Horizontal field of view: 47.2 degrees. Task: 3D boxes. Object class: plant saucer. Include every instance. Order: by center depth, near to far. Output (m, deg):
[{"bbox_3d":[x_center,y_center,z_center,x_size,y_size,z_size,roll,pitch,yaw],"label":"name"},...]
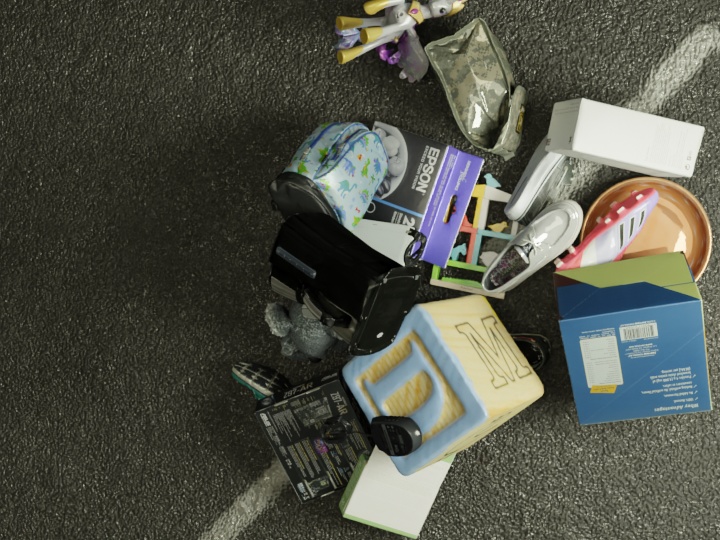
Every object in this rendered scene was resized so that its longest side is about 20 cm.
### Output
[{"bbox_3d":[0.452,-0.047,1.314,0.198,0.037,0.202,1,92,16],"label":"plant saucer"}]

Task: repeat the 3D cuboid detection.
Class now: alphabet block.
[{"bbox_3d":[0.128,0.171,1.279,0.195,0.199,0.197,-42,70,32],"label":"alphabet block"}]

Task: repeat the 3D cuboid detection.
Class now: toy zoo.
[{"bbox_3d":[0.198,-0.063,1.392,0.130,0.020,0.202,11,95,15],"label":"toy zoo"}]

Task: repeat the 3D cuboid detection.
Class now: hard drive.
[{"bbox_3d":[0.000,0.000,1.320,0.131,0.026,0.201,9,51,16],"label":"hard drive"}]

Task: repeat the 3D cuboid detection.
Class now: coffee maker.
[{"bbox_3d":[-0.018,-0.006,1.195,0.200,0.135,0.193,35,91,32],"label":"coffee maker"}]

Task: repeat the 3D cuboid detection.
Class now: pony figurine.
[{"bbox_3d":[0.057,-0.389,1.317,0.199,0.193,0.168,-21,94,-23],"label":"pony figurine"}]

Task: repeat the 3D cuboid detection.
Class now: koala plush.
[{"bbox_3d":[-0.066,0.081,1.380,0.176,0.200,0.186,7,94,15],"label":"koala plush"}]

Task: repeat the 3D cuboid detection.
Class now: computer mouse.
[{"bbox_3d":[0.015,0.240,1.230,0.199,0.034,0.059,-5,108,42],"label":"computer mouse"}]

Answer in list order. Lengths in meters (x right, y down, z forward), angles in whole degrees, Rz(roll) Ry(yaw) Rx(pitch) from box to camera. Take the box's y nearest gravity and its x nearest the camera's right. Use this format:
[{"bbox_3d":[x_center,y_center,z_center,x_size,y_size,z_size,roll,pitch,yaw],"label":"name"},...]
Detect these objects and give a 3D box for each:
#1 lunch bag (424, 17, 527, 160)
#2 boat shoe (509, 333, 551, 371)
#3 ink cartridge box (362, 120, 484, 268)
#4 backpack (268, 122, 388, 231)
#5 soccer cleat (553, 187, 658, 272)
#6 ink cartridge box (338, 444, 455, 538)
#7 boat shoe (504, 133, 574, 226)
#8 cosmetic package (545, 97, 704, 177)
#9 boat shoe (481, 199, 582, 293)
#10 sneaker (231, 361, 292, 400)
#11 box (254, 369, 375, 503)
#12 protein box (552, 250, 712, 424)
[{"bbox_3d":[0.199,-0.276,1.307,0.117,0.164,0.201,-23,87,18],"label":"lunch bag"},{"bbox_3d":[0.214,0.143,1.374,0.200,0.063,0.074,-8,93,22],"label":"boat shoe"},{"bbox_3d":[0.084,-0.129,1.397,0.199,0.043,0.200,21,98,21],"label":"ink cartridge box"},{"bbox_3d":[-0.042,-0.151,1.338,0.153,0.201,0.164,-7,131,25],"label":"backpack"},{"bbox_3d":[0.392,-0.044,1.284,0.076,0.067,0.200,44,104,-6],"label":"soccer cleat"},{"bbox_3d":[0.068,0.344,1.404,0.145,0.048,0.201,21,98,-15],"label":"ink cartridge box"},{"bbox_3d":[0.311,-0.158,1.338,0.071,0.072,0.201,31,97,-13],"label":"boat shoe"},{"bbox_3d":[0.395,-0.199,1.249,0.198,0.113,0.082,12,95,-12],"label":"cosmetic package"},{"bbox_3d":[0.265,-0.034,1.301,0.200,0.068,0.072,-40,80,32],"label":"boat shoe"},{"bbox_3d":[-0.158,0.239,1.481,0.200,0.077,0.080,38,110,11],"label":"sneaker"},{"bbox_3d":[-0.069,0.288,1.424,0.159,0.044,0.201,-23,108,8],"label":"box"},{"bbox_3d":[0.407,0.104,1.241,0.197,0.135,0.201,-10,120,16],"label":"protein box"}]
